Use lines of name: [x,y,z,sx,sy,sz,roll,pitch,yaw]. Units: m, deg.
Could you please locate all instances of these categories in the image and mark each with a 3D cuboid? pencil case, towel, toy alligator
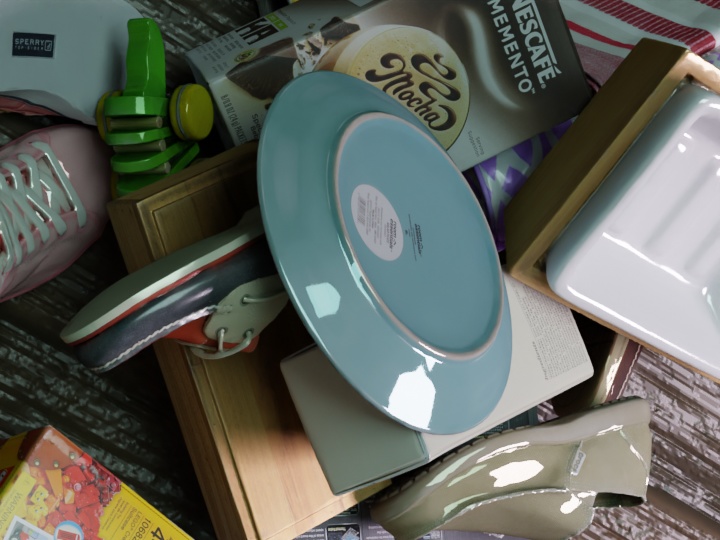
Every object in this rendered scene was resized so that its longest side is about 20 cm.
pencil case: [0.147,-0.068,1.372,0.198,0.084,0.086,-16,66,-10]
towel: [0.168,-0.168,1.419,0.199,0.144,0.023,-27,132,-32]
toy alligator: [-0.108,-0.034,1.233,0.054,0.059,0.202,-41,126,-57]

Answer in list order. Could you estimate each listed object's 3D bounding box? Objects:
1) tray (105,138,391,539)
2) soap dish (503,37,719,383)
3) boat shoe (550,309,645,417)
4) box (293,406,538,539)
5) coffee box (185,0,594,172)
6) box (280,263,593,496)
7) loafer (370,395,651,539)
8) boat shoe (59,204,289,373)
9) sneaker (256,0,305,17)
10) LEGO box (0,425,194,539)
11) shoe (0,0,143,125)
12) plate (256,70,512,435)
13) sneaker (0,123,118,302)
tray: [-0.056,0.041,1.212,0.098,0.037,0.202,-26,104,-32]
soap dish: [0.188,-0.034,1.297,0.199,0.081,0.158,26,109,-39]
boat shoe: [0.179,0.016,1.422,0.072,0.072,0.201,33,59,-20]
box: [0.015,0.133,1.308,0.199,0.048,0.160,0,80,-31]
coffee box: [0.017,-0.107,1.282,0.199,0.080,0.114,-26,111,-6]
box: [0.046,0.053,1.232,0.199,0.068,0.083,-17,84,-57]
loafer: [0.096,0.123,1.286,0.199,0.076,0.069,-15,81,-34]
boat shoe: [-0.061,0.009,1.146,0.199,0.071,0.063,-29,103,-37]
sneaker: [-0.007,-0.143,1.347,0.200,0.075,0.090,42,70,-10]
LEGO box: [-0.171,0.206,1.165,0.149,0.077,0.201,40,63,-17]
shoe: [-0.196,-0.120,1.224,0.200,0.090,0.072,1,95,-60]
plate: [0.023,-0.014,1.160,0.200,0.025,0.202,33,44,-39]
sneaker: [-0.188,-0.023,1.188,0.200,0.104,0.076,-33,96,-33]
